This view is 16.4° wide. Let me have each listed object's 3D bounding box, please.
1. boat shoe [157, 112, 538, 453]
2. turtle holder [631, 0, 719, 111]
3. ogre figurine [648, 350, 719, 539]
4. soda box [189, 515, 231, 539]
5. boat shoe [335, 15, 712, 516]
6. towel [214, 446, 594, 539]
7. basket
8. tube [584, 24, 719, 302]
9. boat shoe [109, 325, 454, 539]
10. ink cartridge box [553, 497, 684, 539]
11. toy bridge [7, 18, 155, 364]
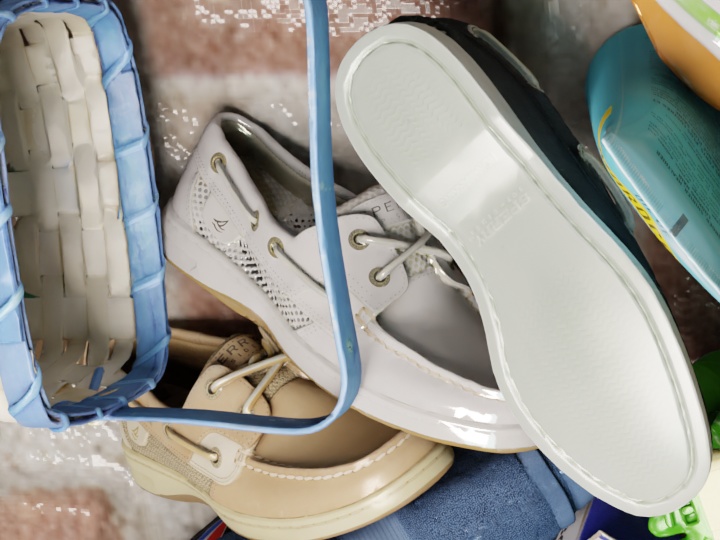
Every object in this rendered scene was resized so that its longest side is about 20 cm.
[{"bbox_3d":[0.000,0.000,0.956,0.200,0.071,0.070,32,117,31],"label":"boat shoe"},{"bbox_3d":[0.161,-0.133,0.835,0.131,0.141,0.186,23,123,2],"label":"turtle holder"},{"bbox_3d":[0.185,0.081,0.954,0.199,0.120,0.099,7,102,15],"label":"ogre figurine"},{"bbox_3d":[-0.066,0.163,1.108,0.071,0.063,0.200,42,121,-11],"label":"soda box"},{"bbox_3d":[0.069,-0.007,0.896,0.075,0.060,0.201,-30,88,29],"label":"boat shoe"},{"bbox_3d":[-0.001,0.114,0.976,0.199,0.112,0.049,-28,102,-2],"label":"towel"},{"bbox_3d":[-0.101,-0.028,0.923,0.199,0.139,0.177,0,100,22],"label":"basket"},{"bbox_3d":[0.106,-0.041,0.864,0.050,0.200,0.077,-42,100,14],"label":"tube"},{"bbox_3d":[-0.043,0.059,0.994,0.200,0.071,0.065,3,122,52],"label":"boat shoe"},{"bbox_3d":[0.108,0.143,1.015,0.099,0.039,0.200,31,153,-4],"label":"ink cartridge box"},{"bbox_3d":[-0.119,-0.031,1.029,0.067,0.027,0.201,8,120,9],"label":"toy bridge"}]
